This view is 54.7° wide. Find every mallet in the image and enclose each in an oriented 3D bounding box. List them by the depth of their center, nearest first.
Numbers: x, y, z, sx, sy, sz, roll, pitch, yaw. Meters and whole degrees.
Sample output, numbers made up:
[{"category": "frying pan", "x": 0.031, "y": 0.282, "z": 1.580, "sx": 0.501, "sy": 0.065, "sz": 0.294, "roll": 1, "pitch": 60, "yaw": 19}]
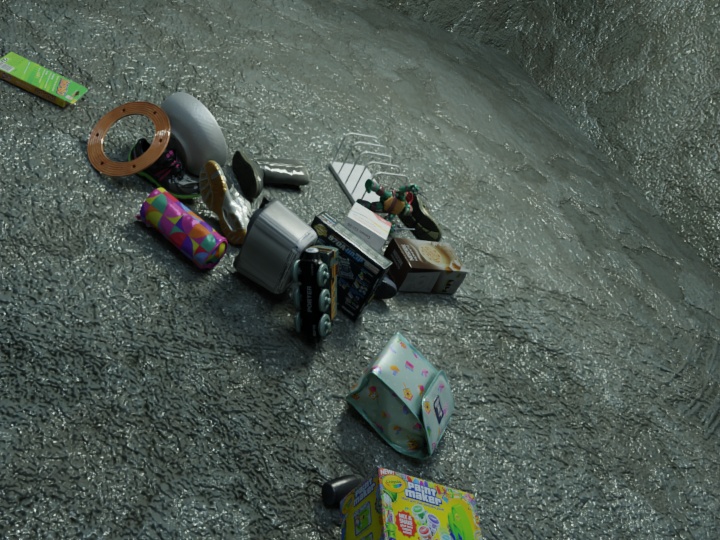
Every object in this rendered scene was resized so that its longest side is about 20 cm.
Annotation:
[{"category": "mallet", "x": -0.005, "y": 0.428, "z": 1.128, "sx": 0.065, "sy": 0.041, "sz": 0.203, "roll": 5, "pitch": 45, "yaw": -36}]

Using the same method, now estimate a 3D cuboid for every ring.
[{"category": "ring", "x": -0.517, "y": -0.294, "z": 1.563, "sx": 0.194, "sy": 0.019, "sz": 0.206, "roll": -5, "pitch": 63, "yaw": 9}]

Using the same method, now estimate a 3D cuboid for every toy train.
[{"category": "toy train", "x": -0.086, "y": 0.045, "z": 1.428, "sx": 0.083, "sy": 0.206, "sz": 0.114, "roll": 7, "pitch": 20, "yaw": 21}]

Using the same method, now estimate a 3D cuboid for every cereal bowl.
[{"category": "cereal bowl", "x": -0.408, "y": -0.306, "z": 1.630, "sx": 0.199, "sy": 0.202, "sz": 0.083, "roll": 40, "pitch": 58, "yaw": 13}]

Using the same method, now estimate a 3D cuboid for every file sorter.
[{"category": "file sorter", "x": 0.024, "y": -0.284, "z": 1.998, "sx": 0.136, "sy": 0.126, "sz": 0.202, "roll": 1, "pitch": 43, "yaw": -38}]

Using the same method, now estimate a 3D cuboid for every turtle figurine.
[{"category": "turtle figurine", "x": 0.088, "y": -0.178, "z": 1.913, "sx": 0.196, "sy": 0.154, "sz": 0.100, "roll": 15, "pitch": 10, "yaw": -27}]

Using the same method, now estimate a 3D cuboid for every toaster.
[{"category": "toaster", "x": -0.175, "y": -0.051, "z": 1.460, "sx": 0.128, "sy": 0.202, "sz": 0.114, "roll": 34, "pitch": 35, "yaw": 8}]

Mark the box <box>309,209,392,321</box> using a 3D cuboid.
[{"category": "box", "x": -0.047, "y": -0.009, "z": 1.548, "sx": 0.198, "sy": 0.161, "sz": 0.046, "roll": 36, "pitch": 32, "yaw": 10}]

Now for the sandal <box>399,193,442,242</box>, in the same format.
[{"category": "sandal", "x": 0.170, "y": -0.150, "z": 2.000, "sx": 0.057, "sy": 0.080, "sz": 0.203, "roll": 12, "pitch": 41, "yaw": -55}]

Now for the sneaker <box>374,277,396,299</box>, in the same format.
[{"category": "sneaker", "x": 0.000, "y": 0.000, "z": 1.647, "sx": 0.196, "sy": 0.071, "sz": 0.083, "roll": 23, "pitch": 45, "yaw": -15}]

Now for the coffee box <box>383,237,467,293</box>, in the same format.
[{"category": "coffee box", "x": 0.164, "y": -0.011, "z": 1.794, "sx": 0.196, "sy": 0.081, "sz": 0.116, "roll": 3, "pitch": 42, "yaw": -36}]

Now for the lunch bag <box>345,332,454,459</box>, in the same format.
[{"category": "lunch bag", "x": 0.093, "y": 0.250, "z": 1.362, "sx": 0.199, "sy": 0.122, "sz": 0.170, "roll": 42, "pitch": 31, "yaw": 2}]

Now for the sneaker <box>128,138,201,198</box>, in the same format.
[{"category": "sneaker", "x": -0.438, "y": -0.232, "z": 1.589, "sx": 0.196, "sy": 0.085, "sz": 0.077, "roll": 28, "pitch": 33, "yaw": -4}]

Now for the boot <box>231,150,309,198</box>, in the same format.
[{"category": "boot", "x": -0.221, "y": -0.240, "z": 1.805, "sx": 0.196, "sy": 0.073, "sz": 0.184, "roll": 12, "pitch": 39, "yaw": -39}]

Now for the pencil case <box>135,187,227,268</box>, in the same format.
[{"category": "pencil case", "x": -0.372, "y": -0.086, "z": 1.459, "sx": 0.198, "sy": 0.090, "sz": 0.088, "roll": 36, "pitch": 33, "yaw": 11}]

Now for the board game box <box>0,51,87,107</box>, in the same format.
[{"category": "board game box", "x": -0.765, "y": -0.453, "z": 1.666, "sx": 0.196, "sy": 0.030, "sz": 0.097, "roll": 23, "pitch": 35, "yaw": -9}]

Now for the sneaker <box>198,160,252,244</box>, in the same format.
[{"category": "sneaker", "x": -0.300, "y": -0.155, "z": 1.592, "sx": 0.087, "sy": 0.075, "sz": 0.204, "roll": -18, "pitch": 82, "yaw": -62}]

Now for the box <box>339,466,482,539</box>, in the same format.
[{"category": "box", "x": 0.082, "y": 0.439, "z": 1.068, "sx": 0.196, "sy": 0.122, "sz": 0.196, "roll": 22, "pitch": 38, "yaw": -25}]

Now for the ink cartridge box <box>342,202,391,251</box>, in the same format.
[{"category": "ink cartridge box", "x": 0.009, "y": -0.095, "z": 1.752, "sx": 0.115, "sy": 0.068, "sz": 0.201, "roll": 30, "pitch": 20, "yaw": -3}]
